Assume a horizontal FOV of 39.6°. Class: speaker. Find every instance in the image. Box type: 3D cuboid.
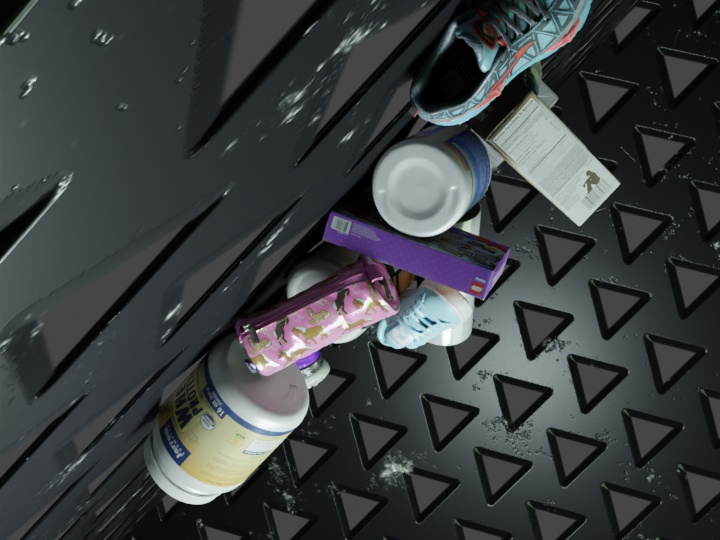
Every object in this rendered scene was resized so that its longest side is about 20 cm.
[{"bbox_3d":[0.115,-0.002,1.320,0.081,0.081,0.201,-42,143,-43],"label":"speaker"}]

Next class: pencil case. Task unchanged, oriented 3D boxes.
[{"bbox_3d":[-0.050,0.051,1.181,0.199,0.083,0.087,-26,-171,16],"label":"pencil case"}]

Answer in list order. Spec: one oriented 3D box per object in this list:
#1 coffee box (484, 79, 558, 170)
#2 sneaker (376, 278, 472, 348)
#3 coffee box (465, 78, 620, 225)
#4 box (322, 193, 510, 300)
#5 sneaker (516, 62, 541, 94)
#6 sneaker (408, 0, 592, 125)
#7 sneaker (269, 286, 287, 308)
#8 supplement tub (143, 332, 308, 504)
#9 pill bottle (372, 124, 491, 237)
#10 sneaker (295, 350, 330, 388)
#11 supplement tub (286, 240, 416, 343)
[{"bbox_3d":[0.259,-0.260,1.765,0.114,0.080,0.200,-44,177,-11],"label":"coffee box"},{"bbox_3d":[0.073,0.064,1.221,0.082,0.074,0.200,-50,-178,-17],"label":"sneaker"},{"bbox_3d":[0.218,-0.158,1.248,0.080,0.200,0.113,-47,-146,10],"label":"coffee box"},{"bbox_3d":[0.070,-0.031,1.178,0.137,0.199,0.039,-36,145,-69],"label":"box"},{"bbox_3d":[0.211,-0.265,1.339,0.200,0.075,0.087,44,71,-86],"label":"sneaker"},{"bbox_3d":[0.118,-0.194,0.832,0.200,0.079,0.095,-47,174,20],"label":"sneaker"},{"bbox_3d":[-0.078,0.053,1.438,0.114,0.076,0.199,-46,174,35],"label":"sneaker"},{"bbox_3d":[-0.173,0.190,1.268,0.200,0.144,0.144,-48,176,28],"label":"supplement tub"},{"bbox_3d":[0.094,-0.114,1.186,0.112,0.112,0.200,-47,176,24],"label":"pill bottle"},{"bbox_3d":[-0.145,0.115,1.351,0.199,0.100,0.070,-14,-153,24],"label":"sneaker"},{"bbox_3d":[0.000,0.000,1.318,0.123,0.123,0.200,-48,176,38],"label":"supplement tub"}]
